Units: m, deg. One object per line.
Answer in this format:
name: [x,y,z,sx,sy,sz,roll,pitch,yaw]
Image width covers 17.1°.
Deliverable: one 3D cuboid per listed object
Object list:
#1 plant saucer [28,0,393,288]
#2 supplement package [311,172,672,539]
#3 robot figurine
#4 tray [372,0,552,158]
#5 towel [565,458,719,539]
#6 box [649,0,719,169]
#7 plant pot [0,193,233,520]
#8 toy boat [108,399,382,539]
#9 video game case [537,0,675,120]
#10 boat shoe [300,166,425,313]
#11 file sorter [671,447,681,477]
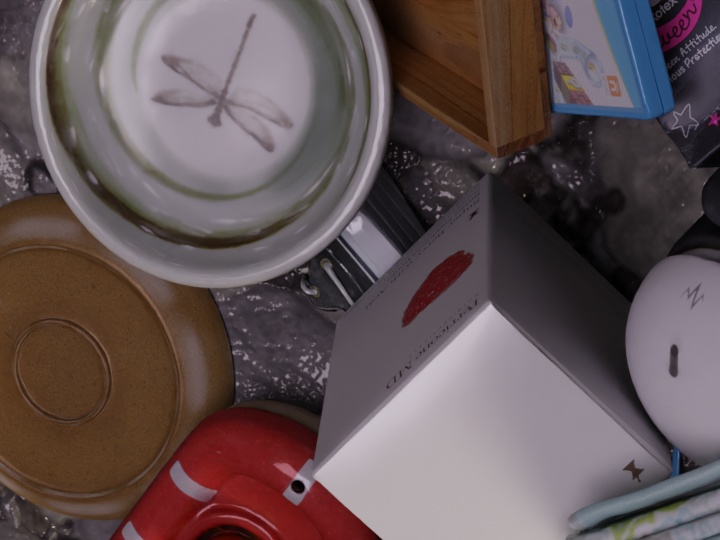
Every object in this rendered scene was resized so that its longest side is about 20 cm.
plant saucer: [-0.071,-0.094,1.220,0.199,0.050,0.202,4,101,20]
supplement package: [0.063,0.058,1.155,0.120,0.200,0.121,43,105,-11]
robot figurine: [0.211,0.008,1.083,0.150,0.200,0.125,47,158,5]
tray: [0.022,-0.139,1.173,0.200,0.037,0.099,37,143,50]
towel: [0.203,0.130,1.056,0.199,0.048,0.171,-20,141,23]
box: [0.220,-0.151,1.103,0.200,0.132,0.115,-40,72,28]
plant pot: [-0.169,0.056,1.393,0.199,0.027,0.201,7,109,21]
toy boat: [-0.074,0.170,1.328,0.130,0.131,0.200,37,117,0]
video game case: [0.071,-0.144,1.127,0.200,0.018,0.144,12,121,63]
boat shoe: [0.000,0.000,1.281,0.071,0.072,0.200,-35,93,23]
file sorter: [0.232,0.130,1.193,0.199,0.139,0.124,9,107,19]
